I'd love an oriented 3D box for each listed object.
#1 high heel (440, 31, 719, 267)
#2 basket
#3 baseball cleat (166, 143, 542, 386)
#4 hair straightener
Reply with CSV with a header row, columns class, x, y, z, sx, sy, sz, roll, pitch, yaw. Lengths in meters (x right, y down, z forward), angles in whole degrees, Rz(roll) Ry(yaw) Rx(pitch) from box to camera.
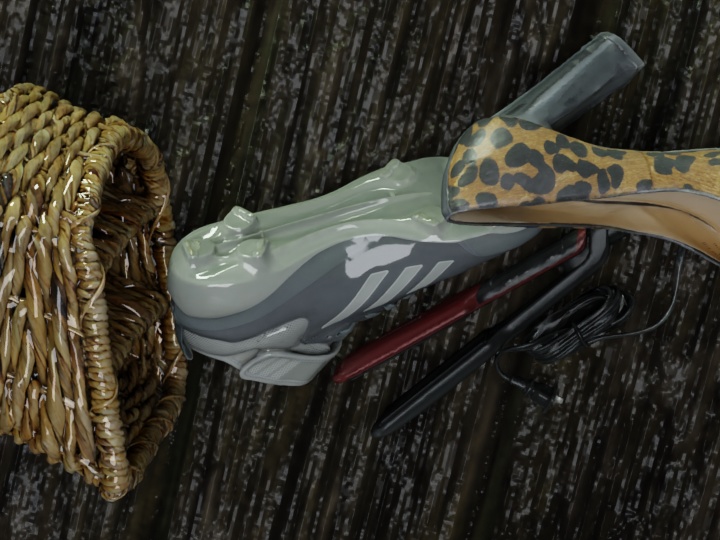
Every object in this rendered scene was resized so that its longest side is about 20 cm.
class,x,y,z,sx,sy,sz,roll,pitch,yaw
high heel,0.139,-0.013,1.407,0.200,0.071,0.143,43,59,12
basket,-0.135,-0.001,1.408,0.149,0.200,0.143,27,102,1
baseball cleat,0.000,0.000,1.473,0.200,0.070,0.107,-10,134,-6
hair straightener,0.088,0.032,1.483,0.200,0.041,0.077,-31,97,5
